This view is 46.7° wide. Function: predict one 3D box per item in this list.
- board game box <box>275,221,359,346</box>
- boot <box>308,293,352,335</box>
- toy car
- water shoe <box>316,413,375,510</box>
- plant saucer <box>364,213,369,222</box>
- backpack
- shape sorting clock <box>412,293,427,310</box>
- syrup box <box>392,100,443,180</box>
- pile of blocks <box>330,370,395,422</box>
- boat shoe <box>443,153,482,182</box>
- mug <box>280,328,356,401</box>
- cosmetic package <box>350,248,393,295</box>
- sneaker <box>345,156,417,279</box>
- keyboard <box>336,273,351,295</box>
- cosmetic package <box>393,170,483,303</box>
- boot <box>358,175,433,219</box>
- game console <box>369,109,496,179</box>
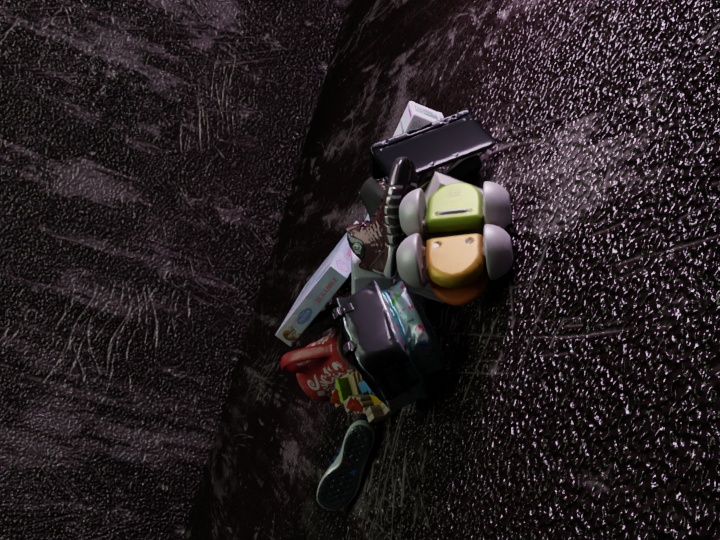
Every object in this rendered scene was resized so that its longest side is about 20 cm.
[{"bbox_3d":[-0.070,0.023,1.616,0.200,0.041,0.200,-51,6,31],"label":"board game box"},{"bbox_3d":[-0.024,0.069,1.686,0.173,0.070,0.200,-28,0,10],"label":"boot"},{"bbox_3d":[0.153,-0.038,1.307,0.150,0.173,0.201,64,-156,-52],"label":"toy car"},{"bbox_3d":[-0.018,0.369,1.597,0.201,0.071,0.079,-63,-5,17],"label":"water shoe"},{"bbox_3d":[0.074,-0.093,1.770,0.201,0.038,0.202,-37,42,42],"label":"plant saucer"},{"bbox_3d":[0.053,0.129,1.376,0.201,0.149,0.178,70,178,-48],"label":"backpack"},{"bbox_3d":[0.074,0.120,1.576,0.200,0.039,0.202,-162,90,-76],"label":"shape sorting clock"},{"bbox_3d":[0.106,-0.258,1.824,0.082,0.078,0.201,-94,27,-57],"label":"syrup box"},{"bbox_3d":[-0.007,0.234,1.576,0.199,0.062,0.083,3,97,58],"label":"pile of blocks"},{"bbox_3d":[0.160,-0.132,1.526,0.202,0.073,0.063,-49,63,33],"label":"boat shoe"},{"bbox_3d":[-0.055,0.195,1.734,0.134,0.177,0.200,61,147,7],"label":"mug"},{"bbox_3d":[0.019,0.061,1.495,0.102,0.073,0.201,-98,4,-54],"label":"cosmetic package"},{"bbox_3d":[0.026,-0.091,1.387,0.115,0.075,0.202,9,93,34],"label":"sneaker"},{"bbox_3d":[0.000,0.000,1.627,0.104,0.040,0.200,-48,8,10],"label":"keyboard"},{"bbox_3d":[0.136,-0.057,1.435,0.073,0.103,0.201,-101,33,-65],"label":"cosmetic package"},{"bbox_3d":[0.069,-0.156,1.631,0.200,0.077,0.139,-40,58,35],"label":"boot"},{"bbox_3d":[0.127,-0.200,1.512,0.176,0.199,0.117,86,162,-69],"label":"game console"}]
